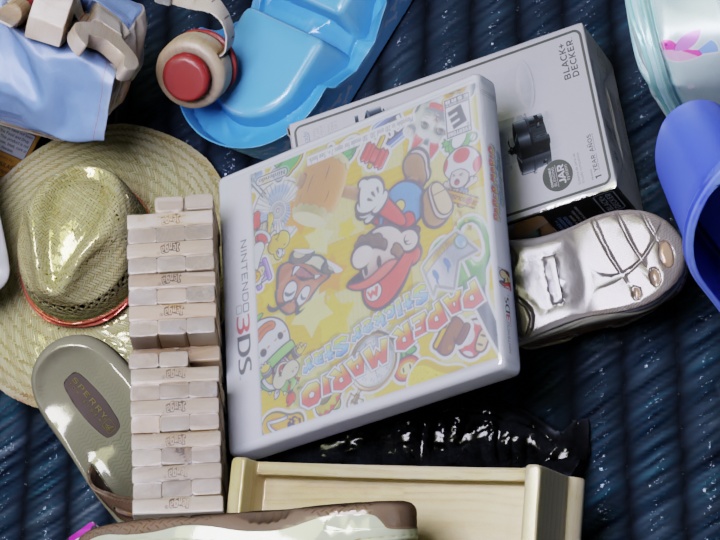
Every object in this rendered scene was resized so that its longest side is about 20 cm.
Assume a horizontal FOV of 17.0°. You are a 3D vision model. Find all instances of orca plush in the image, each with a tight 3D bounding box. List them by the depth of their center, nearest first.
[{"bbox_3d":[0.028,0.104,1.401,0.199,0.071,0.106,11,75,29],"label":"orca plush"}]

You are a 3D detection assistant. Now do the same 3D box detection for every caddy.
[{"bbox_3d":[0.246,-0.027,1.286,0.141,0.200,0.105,-31,43,13],"label":"caddy"}]

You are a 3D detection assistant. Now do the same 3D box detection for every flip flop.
[{"bbox_3d":[-0.128,0.121,1.452,0.081,0.058,0.200,-41,83,6],"label":"flip flop"}]

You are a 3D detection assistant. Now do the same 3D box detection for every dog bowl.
[{"bbox_3d":[-0.034,-0.159,1.552,0.111,0.050,0.200,27,83,32],"label":"dog bowl"}]

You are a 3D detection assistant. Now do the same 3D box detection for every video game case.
[{"bbox_3d":[0.000,0.000,1.400,0.199,0.023,0.183,-20,62,33],"label":"video game case"}]

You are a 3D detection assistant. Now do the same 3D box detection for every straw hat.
[{"bbox_3d":[-0.175,-0.017,1.509,0.200,0.085,0.202,-2,70,5],"label":"straw hat"}]

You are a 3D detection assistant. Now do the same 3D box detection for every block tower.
[{"bbox_3d":[-0.107,0.058,1.419,0.054,0.058,0.201,-4,63,1],"label":"block tower"}]

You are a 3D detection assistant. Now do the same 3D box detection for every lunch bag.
[{"bbox_3d":[0.193,-0.178,1.386,0.077,0.160,0.201,-15,65,19],"label":"lunch bag"}]

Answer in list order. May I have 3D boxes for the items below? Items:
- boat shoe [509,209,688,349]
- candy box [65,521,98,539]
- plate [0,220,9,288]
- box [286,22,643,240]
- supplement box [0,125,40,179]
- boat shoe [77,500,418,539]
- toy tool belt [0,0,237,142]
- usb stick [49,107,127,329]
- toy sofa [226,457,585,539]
[{"bbox_3d":[0.096,0.015,1.406,0.199,0.072,0.076,-7,78,17],"label":"boat shoe"},{"bbox_3d":[-0.174,0.262,1.404,0.136,0.061,0.200,-35,41,8],"label":"candy box"},{"bbox_3d":[-0.314,-0.032,1.571,0.199,0.032,0.201,-35,57,32],"label":"plate"},{"bbox_3d":[0.062,-0.059,1.459,0.199,0.060,0.117,-19,63,17],"label":"box"},{"bbox_3d":[-0.235,-0.136,1.605,0.066,0.069,0.201,32,96,45],"label":"supplement box"},{"bbox_3d":[-0.064,0.169,1.309,0.199,0.072,0.077,-7,84,24],"label":"boat shoe"},{"bbox_3d":[-0.187,-0.128,1.486,0.199,0.123,0.125,16,116,9],"label":"toy tool belt"},{"bbox_3d":[-0.191,-0.019,1.578,0.055,0.033,0.201,-1,69,24],"label":"usb stick"},{"bbox_3d":[0.027,0.154,1.360,0.199,0.098,0.083,-1,77,26],"label":"toy sofa"}]
